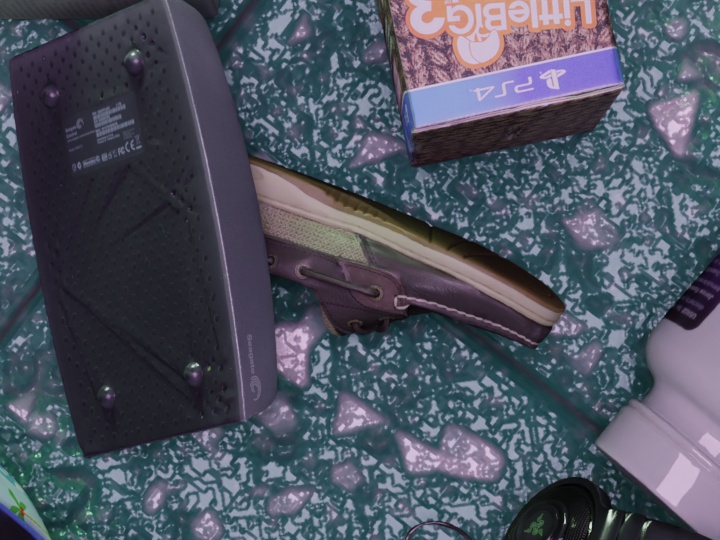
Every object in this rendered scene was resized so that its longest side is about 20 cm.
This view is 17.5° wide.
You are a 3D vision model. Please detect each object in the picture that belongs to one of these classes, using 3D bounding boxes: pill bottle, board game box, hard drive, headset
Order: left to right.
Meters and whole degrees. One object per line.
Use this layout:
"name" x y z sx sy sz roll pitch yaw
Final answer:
"hard drive" -0.102 -0.020 1.114 0.134 0.042 0.201 -16 83 43
"board game box" 0.050 -0.162 1.094 0.096 0.159 0.201 -12 88 0
"headset" 0.101 0.161 1.099 0.199 0.124 0.094 8 58 30
"pill bottle" 0.206 0.034 1.104 0.111 0.111 0.200 42 89 3

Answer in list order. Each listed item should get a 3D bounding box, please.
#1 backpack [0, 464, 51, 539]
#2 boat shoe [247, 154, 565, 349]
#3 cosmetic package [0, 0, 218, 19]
"backpack" -0.245 0.137 1.080 0.183 0.147 0.200 -50 128 1
"boat shoe" -0.001 0.000 1.134 0.200 0.072 0.066 24 97 9
"cosmetic package" -0.170 -0.177 1.143 0.198 0.074 0.102 -1 86 0
